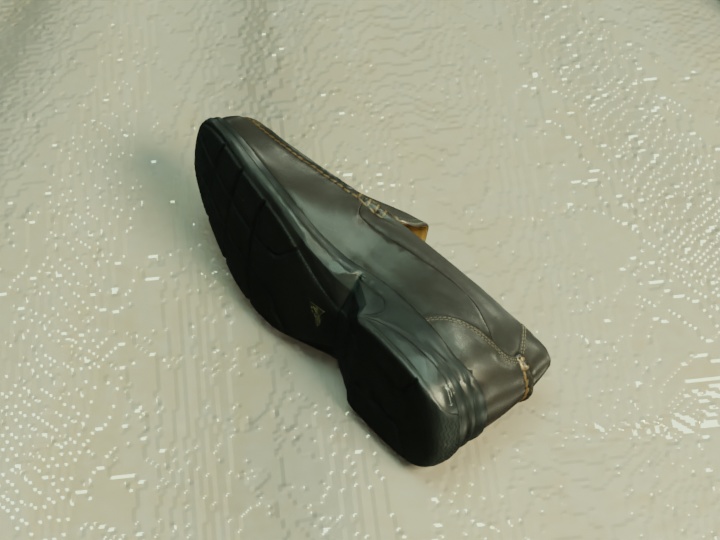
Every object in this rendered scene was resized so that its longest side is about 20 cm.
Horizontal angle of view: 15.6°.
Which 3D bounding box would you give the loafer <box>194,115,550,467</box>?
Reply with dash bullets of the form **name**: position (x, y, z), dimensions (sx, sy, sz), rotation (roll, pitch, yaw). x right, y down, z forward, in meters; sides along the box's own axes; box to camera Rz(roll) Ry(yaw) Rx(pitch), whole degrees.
- **loafer**: position (0.000, 0.000, 1.159), dimensions (0.072, 0.073, 0.200), rotation (-25, 61, -29)
